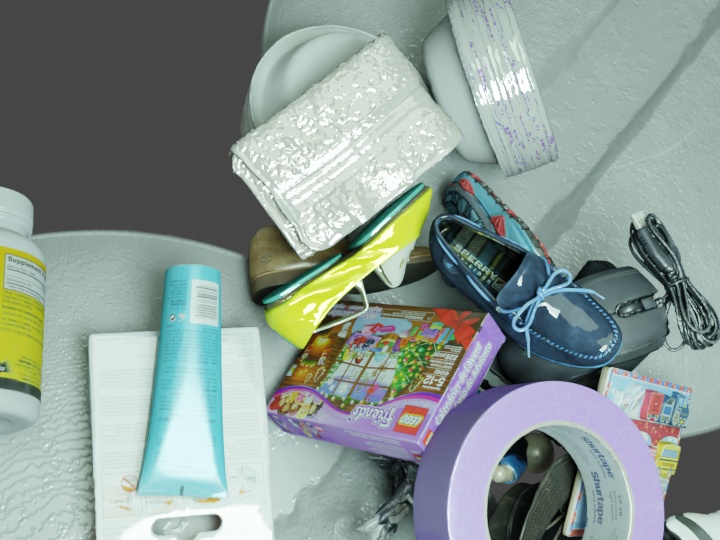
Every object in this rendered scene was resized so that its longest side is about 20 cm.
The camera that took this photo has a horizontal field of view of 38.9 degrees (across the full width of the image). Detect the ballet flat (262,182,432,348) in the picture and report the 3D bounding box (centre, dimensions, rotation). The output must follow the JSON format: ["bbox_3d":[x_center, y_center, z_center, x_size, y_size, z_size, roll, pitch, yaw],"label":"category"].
[{"bbox_3d":[0.000,0.000,0.954,0.199,0.067,0.067,-37,97,-11],"label":"ballet flat"}]

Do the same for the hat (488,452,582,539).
[{"bbox_3d":[0.161,0.257,0.941,0.199,0.080,0.203,-12,105,-50],"label":"hat"}]

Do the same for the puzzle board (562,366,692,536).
[{"bbox_3d":[0.260,0.176,0.962,0.199,0.017,0.153,16,87,-50],"label":"puzzle board"}]

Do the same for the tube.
[{"bbox_3d":[-0.152,0.097,0.903,0.076,0.050,0.203,3,73,-11],"label":"tube"}]

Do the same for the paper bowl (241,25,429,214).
[{"bbox_3d":[-0.019,-0.161,1.052,0.198,0.104,0.203,5,69,-14],"label":"paper bowl"}]

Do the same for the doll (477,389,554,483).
[{"bbox_3d":[0.105,0.153,0.985,0.198,0.049,0.137,19,29,-21],"label":"doll"}]

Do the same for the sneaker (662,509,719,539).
[{"bbox_3d":[0.331,0.334,0.992,0.079,0.074,0.202,5,62,-3],"label":"sneaker"}]

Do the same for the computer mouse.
[{"bbox_3d":[0.217,0.040,0.934,0.198,0.053,0.140,-26,75,3],"label":"computer mouse"}]

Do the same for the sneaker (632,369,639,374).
[{"bbox_3d":[0.235,0.107,1.056,0.090,0.078,0.202,-17,71,-4],"label":"sneaker"}]

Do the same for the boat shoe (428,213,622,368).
[{"bbox_3d":[0.135,0.020,0.895,0.199,0.069,0.085,28,76,21],"label":"boat shoe"}]

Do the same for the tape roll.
[{"bbox_3d":[0.144,0.192,0.818,0.198,0.066,0.203,3,81,-22],"label":"tape roll"}]

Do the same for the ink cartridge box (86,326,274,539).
[{"bbox_3d":[-0.164,0.154,0.927,0.158,0.047,0.203,-1,72,-17],"label":"ink cartridge box"}]

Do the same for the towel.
[{"bbox_3d":[-0.014,-0.116,0.958,0.199,0.034,0.133,-39,95,-8],"label":"towel"}]

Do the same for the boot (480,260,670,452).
[{"bbox_3d":[0.182,0.056,1.005,0.199,0.077,0.169,36,81,22],"label":"boot"}]

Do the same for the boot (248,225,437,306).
[{"bbox_3d":[-0.016,-0.017,1.025,0.197,0.074,0.076,-4,64,-15],"label":"boot"}]

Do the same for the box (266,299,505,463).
[{"bbox_3d":[0.019,0.095,0.926,0.039,0.199,0.138,51,58,-34],"label":"box"}]

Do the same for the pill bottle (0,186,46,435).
[{"bbox_3d":[-0.332,0.034,0.885,0.111,0.113,0.203,1,68,-16],"label":"pill bottle"}]

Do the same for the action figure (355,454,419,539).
[{"bbox_3d":[0.054,0.236,0.916,0.118,0.200,0.102,34,100,-27],"label":"action figure"}]

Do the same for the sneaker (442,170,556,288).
[{"bbox_3d":[0.112,-0.030,1.024,0.095,0.200,0.080,-38,119,3],"label":"sneaker"}]

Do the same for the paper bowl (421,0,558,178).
[{"bbox_3d":[0.132,-0.195,1.075,0.103,0.201,0.203,-20,73,11],"label":"paper bowl"}]
